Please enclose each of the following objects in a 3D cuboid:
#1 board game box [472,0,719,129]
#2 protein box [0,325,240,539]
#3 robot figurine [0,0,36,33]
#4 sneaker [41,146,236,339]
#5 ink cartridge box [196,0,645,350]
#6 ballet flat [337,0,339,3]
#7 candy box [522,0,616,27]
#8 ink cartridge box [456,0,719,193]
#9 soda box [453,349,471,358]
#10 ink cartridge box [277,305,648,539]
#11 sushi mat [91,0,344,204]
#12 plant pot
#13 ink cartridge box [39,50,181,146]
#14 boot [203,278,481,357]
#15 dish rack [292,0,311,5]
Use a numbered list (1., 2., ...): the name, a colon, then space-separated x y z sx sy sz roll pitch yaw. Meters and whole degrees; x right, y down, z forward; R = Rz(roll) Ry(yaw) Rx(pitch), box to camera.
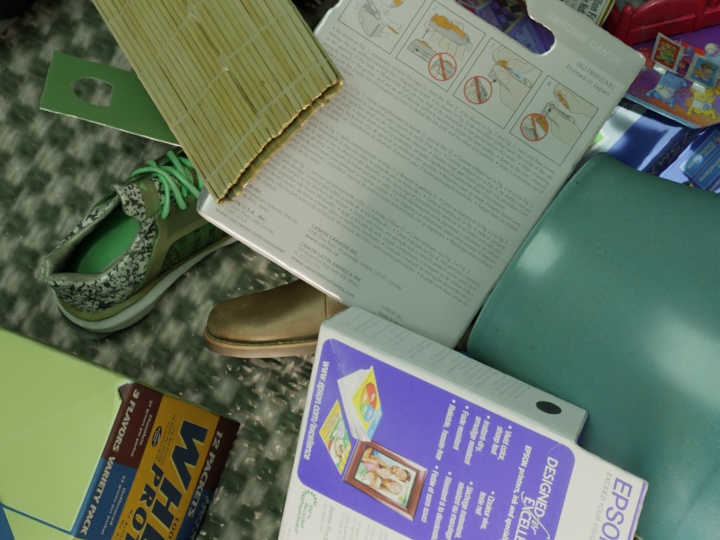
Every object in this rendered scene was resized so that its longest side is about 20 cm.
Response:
1. board game box: 0.164 -0.176 1.479 0.199 0.039 0.158 26 61 7
2. protein box: -0.206 0.104 1.483 0.198 0.200 0.135 20 86 16
3. robot figurine: -0.227 -0.226 1.562 0.200 0.150 0.125 -43 67 33
4. sneaker: -0.113 -0.041 1.542 0.200 0.089 0.077 -45 73 2
5. ink cartridge box: 0.031 -0.074 1.378 0.161 0.050 0.200 32 97 -11
6. ballet flat: 0.036 -0.217 1.544 0.067 0.064 0.201 6 74 21
7. candy box: 0.073 -0.229 1.439 0.199 0.057 0.117 29 60 3
8. ink cartridge box: 0.118 -0.094 1.500 0.119 0.042 0.200 -45 75 3
9. soda box: 0.035 0.146 1.486 0.068 0.064 0.201 10 83 15
10. ink cartridge box: 0.052 0.143 1.371 0.199 0.043 0.199 26 122 23
11. sushi mat: -0.086 -0.136 1.379 0.096 0.012 0.200 -43 57 17
12. plant pot: 0.167 0.042 1.387 0.188 0.200 0.200 34 90 9
13. ink cartridge box: -0.076 -0.099 1.460 0.199 0.146 0.048 18 105 -9
14. boot: 0.000 0.000 1.504 0.199 0.074 0.076 -13 113 4
15. dish rack: -0.090 -0.246 1.590 0.153 0.055 0.201 -13 77 11
